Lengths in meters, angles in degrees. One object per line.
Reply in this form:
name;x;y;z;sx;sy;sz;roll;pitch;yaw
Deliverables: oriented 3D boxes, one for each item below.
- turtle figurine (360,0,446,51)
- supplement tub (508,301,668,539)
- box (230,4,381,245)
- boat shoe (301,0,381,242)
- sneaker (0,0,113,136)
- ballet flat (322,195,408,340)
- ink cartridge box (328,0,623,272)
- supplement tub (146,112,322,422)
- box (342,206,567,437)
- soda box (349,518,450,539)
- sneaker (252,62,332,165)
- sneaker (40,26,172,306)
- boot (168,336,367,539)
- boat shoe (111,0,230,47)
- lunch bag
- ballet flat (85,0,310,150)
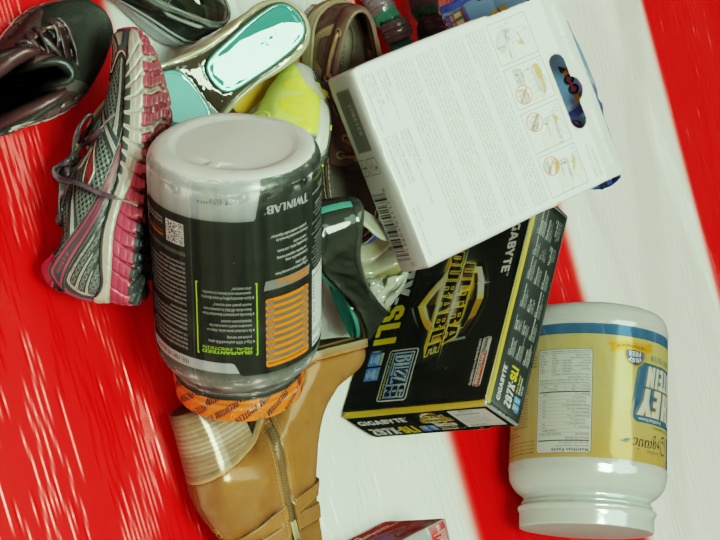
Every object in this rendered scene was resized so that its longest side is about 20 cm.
turtle figurine;0.070;-0.167;1.415;0.150;0.101;0.200;-8;75;-61
supplement tub;0.210;0.140;1.462;0.145;0.145;0.200;17;70;-43
box;-0.017;-0.108;1.324;0.119;0.041;0.200;-45;119;-13
boat shoe;-0.006;-0.114;1.264;0.072;0.072;0.200;-5;103;-27
sneaker;-0.215;-0.137;1.099;0.200;0.115;0.076;-47;115;-40
ballet flat;0.000;0.000;1.263;0.068;0.068;0.200;64;1;25
ink cartridge box;0.092;-0.110;1.243;0.200;0.057;0.163;-26;98;-29
supplement tub;-0.088;0.000;1.132;0.122;0.122;0.200;-31;133;-45
box;0.080;0.039;1.337;0.049;0.160;0.200;37;58;-34
soda box;-0.011;0.258;1.262;0.200;0.070;0.064;-17;93;-46
sneaker;-0.086;-0.072;1.223;0.076;0.075;0.200;27;80;-35
sneaker;-0.180;-0.077;1.131;0.081;0.075;0.200;57;39;-79
boot;-0.049;0.146;1.241;0.200;0.077;0.155;-30;104;-46
boat shoe;-0.178;-0.241;1.191;0.200;0.071;0.072;30;61;-38
lunch bag;0.166;-0.157;1.397;0.200;0.094;0.151;29;36;-64
ballet flat;-0.126;-0.140;1.220;0.200;0.069;0.070;-33;108;-14
